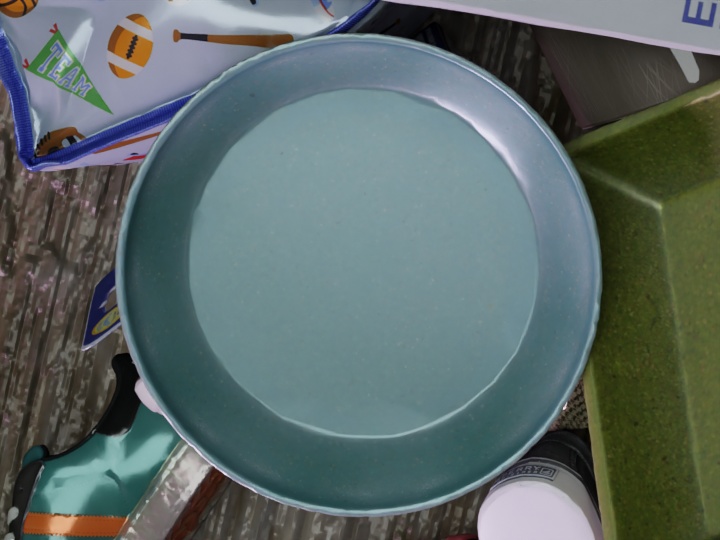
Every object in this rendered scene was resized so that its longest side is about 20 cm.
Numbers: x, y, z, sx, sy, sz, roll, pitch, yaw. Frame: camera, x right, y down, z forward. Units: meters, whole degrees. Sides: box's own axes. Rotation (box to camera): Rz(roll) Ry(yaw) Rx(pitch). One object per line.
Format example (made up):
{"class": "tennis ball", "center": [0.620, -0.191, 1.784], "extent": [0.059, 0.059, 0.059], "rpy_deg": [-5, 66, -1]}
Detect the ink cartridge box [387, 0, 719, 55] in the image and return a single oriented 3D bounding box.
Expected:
{"class": "ink cartridge box", "center": [0.071, -0.196, 1.164], "extent": [0.199, 0.043, 0.198], "rpy_deg": [8, 95, -9]}

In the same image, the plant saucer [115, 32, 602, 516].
{"class": "plant saucer", "center": [0.000, 0.000, 1.218], "extent": [0.198, 0.036, 0.202], "rpy_deg": [1, 103, 4]}

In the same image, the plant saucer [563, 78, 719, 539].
{"class": "plant saucer", "center": [0.178, 0.017, 1.167], "extent": [0.199, 0.048, 0.201], "rpy_deg": [-22, 66, 38]}

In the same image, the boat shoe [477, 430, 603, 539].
{"class": "boat shoe", "center": [0.099, 0.168, 1.305], "extent": [0.071, 0.068, 0.201], "rpy_deg": [-7, 109, 25]}

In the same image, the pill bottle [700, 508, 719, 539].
{"class": "pill bottle", "center": [0.163, 0.183, 1.228], "extent": [0.111, 0.112, 0.201], "rpy_deg": [3, 67, 16]}

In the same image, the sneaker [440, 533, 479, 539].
{"class": "sneaker", "center": [0.031, 0.221, 1.334], "extent": [0.086, 0.074, 0.202], "rpy_deg": [-7, 85, 29]}

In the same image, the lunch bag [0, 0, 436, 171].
{"class": "lunch bag", "center": [-0.048, -0.128, 1.286], "extent": [0.199, 0.170, 0.125], "rpy_deg": [-19, 91, 17]}

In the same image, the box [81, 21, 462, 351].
{"class": "box", "center": [-0.034, -0.029, 1.297], "extent": [0.200, 0.121, 0.032], "rpy_deg": [-36, 103, 7]}

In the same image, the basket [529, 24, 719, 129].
{"class": "basket", "center": [0.116, -0.173, 1.256], "extent": [0.179, 0.136, 0.201], "rpy_deg": [-20, 94, -21]}

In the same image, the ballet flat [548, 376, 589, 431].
{"class": "ballet flat", "center": [0.167, 0.062, 1.290], "extent": [0.199, 0.068, 0.076], "rpy_deg": [8, 115, 20]}

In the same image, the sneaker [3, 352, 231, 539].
{"class": "sneaker", "center": [-0.136, 0.129, 1.373], "extent": [0.080, 0.071, 0.200], "rpy_deg": [38, 93, 12]}

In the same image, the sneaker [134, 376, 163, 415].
{"class": "sneaker", "center": [-0.002, 0.029, 1.315], "extent": [0.199, 0.073, 0.085], "rpy_deg": [-28, 89, 3]}
